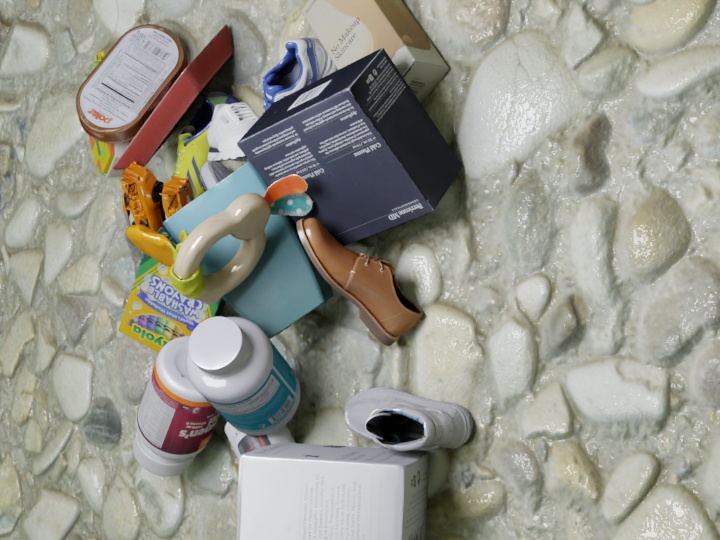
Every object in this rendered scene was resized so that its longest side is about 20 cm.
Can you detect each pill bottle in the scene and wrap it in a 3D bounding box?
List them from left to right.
[{"bbox_3d":[-0.252,0.194,1.836,0.110,0.109,0.200,56,139,30],"label":"pill bottle"},{"bbox_3d":[-0.152,0.128,1.662,0.110,0.200,0.111,-6,63,12],"label":"pill bottle"}]

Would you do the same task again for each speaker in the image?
[{"bbox_3d":[-0.106,0.274,1.740,0.081,0.081,0.200,-48,57,29],"label":"speaker"}]

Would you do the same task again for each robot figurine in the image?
[{"bbox_3d":[-0.278,-0.055,1.869,0.145,0.058,0.201,17,136,24],"label":"robot figurine"}]

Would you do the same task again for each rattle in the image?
[{"bbox_3d":[-0.170,-0.068,1.613,0.200,0.130,0.143,-53,43,6],"label":"rattle"}]

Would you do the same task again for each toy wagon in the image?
[{"bbox_3d":[-0.395,-0.247,2.035,0.155,0.039,0.201,-49,54,56],"label":"toy wagon"}]

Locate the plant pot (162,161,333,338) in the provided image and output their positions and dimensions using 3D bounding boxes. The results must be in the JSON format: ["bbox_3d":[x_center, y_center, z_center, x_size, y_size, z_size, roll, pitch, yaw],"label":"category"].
[{"bbox_3d":[-0.131,-0.021,1.713,0.141,0.141,0.200,-34,91,7],"label":"plant pot"}]

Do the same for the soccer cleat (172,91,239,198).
[{"bbox_3d":[-0.240,-0.171,1.892,0.065,0.084,0.201,48,117,38],"label":"soccer cleat"}]

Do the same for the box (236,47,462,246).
[{"bbox_3d":[-0.013,-0.141,1.611,0.200,0.104,0.182,-19,114,40],"label":"box"}]

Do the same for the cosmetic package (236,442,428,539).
[{"bbox_3d":[-0.031,0.298,1.565,0.199,0.165,0.166,2,88,12],"label":"cosmetic package"}]

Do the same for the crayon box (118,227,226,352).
[{"bbox_3d":[-0.261,0.053,1.848,0.125,0.052,0.200,27,126,4],"label":"crayon box"}]

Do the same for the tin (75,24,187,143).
[{"bbox_3d":[-0.340,-0.279,1.948,0.112,0.042,0.200,30,72,14],"label":"tin"}]

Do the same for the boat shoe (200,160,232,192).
[{"bbox_3d":[-0.180,-0.065,1.838,0.071,0.072,0.200,-45,61,26],"label":"boat shoe"}]

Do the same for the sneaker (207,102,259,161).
[{"bbox_3d":[-0.162,-0.185,1.752,0.200,0.076,0.081,-167,79,-64],"label":"sneaker"}]

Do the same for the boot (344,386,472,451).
[{"bbox_3d":[0.033,0.181,1.608,0.199,0.095,0.074,-2,85,42],"label":"boot"}]

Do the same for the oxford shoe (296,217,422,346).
[{"bbox_3d":[0.000,0.000,1.621,0.071,0.200,0.071,-36,21,20],"label":"oxford shoe"}]

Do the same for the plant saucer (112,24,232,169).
[{"bbox_3d":[-0.259,-0.240,1.879,0.037,0.200,0.200,38,120,-9],"label":"plant saucer"}]

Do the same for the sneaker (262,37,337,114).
[{"bbox_3d":[-0.109,-0.231,1.777,0.075,0.088,0.200,45,117,33],"label":"sneaker"}]

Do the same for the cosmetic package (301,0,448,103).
[{"bbox_3d":[0.016,-0.295,1.677,0.105,0.071,0.200,-50,57,29],"label":"cosmetic package"}]
